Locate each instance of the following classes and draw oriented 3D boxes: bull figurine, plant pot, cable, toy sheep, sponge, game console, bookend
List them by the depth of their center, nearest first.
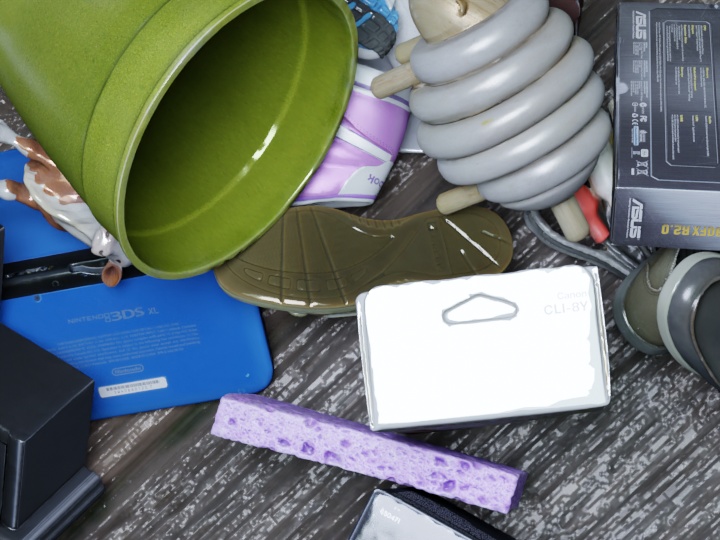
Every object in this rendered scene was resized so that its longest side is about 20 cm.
[{"bbox_3d":[-0.138,-0.132,0.969,0.192,0.200,0.201,36,89,24],"label":"plant pot"},{"bbox_3d":[0.092,-0.105,0.996,0.137,0.138,0.201,-33,110,2],"label":"toy sheep"},{"bbox_3d":[-0.263,0.057,1.018,0.199,0.092,0.200,29,131,16],"label":"bookend"},{"bbox_3d":[0.010,0.119,1.030,0.198,0.112,0.030,15,87,9],"label":"sponge"},{"bbox_3d":[0.184,-0.012,1.050,0.096,0.050,0.201,-31,79,-9],"label":"cable"},{"bbox_3d":[-0.198,-0.077,1.055,0.120,0.201,0.065,22,126,-25],"label":"bull figurine"},{"bbox_3d":[-0.167,0.000,1.114,0.197,0.119,0.173,-9,113,7],"label":"game console"}]

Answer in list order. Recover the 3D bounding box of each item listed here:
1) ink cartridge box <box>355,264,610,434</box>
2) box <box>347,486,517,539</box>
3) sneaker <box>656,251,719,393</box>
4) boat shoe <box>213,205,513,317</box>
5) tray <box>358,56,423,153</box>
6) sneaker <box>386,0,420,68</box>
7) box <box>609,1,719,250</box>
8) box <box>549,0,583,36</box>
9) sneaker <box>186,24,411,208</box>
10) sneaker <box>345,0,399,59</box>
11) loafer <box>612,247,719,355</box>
[{"bbox_3d":[0.080,0.055,0.983,0.143,0.200,0.085,-7,83,7],"label":"ink cartridge box"},{"bbox_3d":[0.026,0.248,0.969,0.122,0.198,0.202,27,87,12],"label":"box"},{"bbox_3d":[0.268,0.062,0.953,0.199,0.106,0.075,38,86,-35],"label":"sneaker"},{"bbox_3d":[0.000,-0.002,1.045,0.198,0.063,0.074,-7,70,-10],"label":"boat shoe"},{"bbox_3d":[0.041,-0.135,1.100,0.197,0.022,0.109,2,85,8],"label":"tray"},{"bbox_3d":[0.046,-0.218,1.032,0.069,0.080,0.203,9,112,1],"label":"sneaker"},{"bbox_3d":[0.239,-0.095,1.000,0.156,0.049,0.201,3,44,7],"label":"box"},{"bbox_3d":[0.128,-0.270,1.055,0.074,0.100,0.203,7,76,8],"label":"box"},{"bbox_3d":[-0.071,-0.102,1.067,0.198,0.073,0.116,20,91,15],"label":"sneaker"},{"bbox_3d":[-0.061,-0.192,1.067,0.199,0.087,0.075,35,51,15],"label":"sneaker"},{"bbox_3d":[0.248,-0.023,1.016,0.075,0.070,0.200,44,72,-3],"label":"loafer"}]
